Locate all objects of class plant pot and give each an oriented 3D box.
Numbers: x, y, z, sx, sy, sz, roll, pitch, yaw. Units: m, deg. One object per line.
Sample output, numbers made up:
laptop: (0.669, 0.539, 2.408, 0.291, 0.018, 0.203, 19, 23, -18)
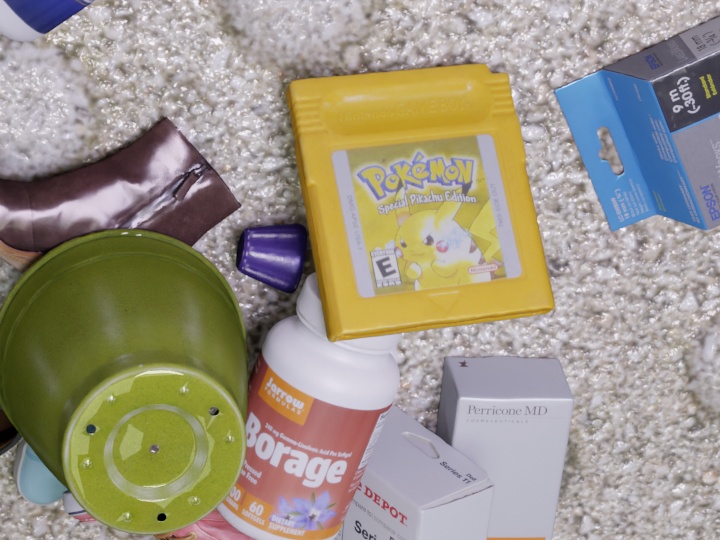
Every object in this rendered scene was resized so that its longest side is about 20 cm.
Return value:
plant pot: (-0.163, 0.095, 1.390, 0.200, 0.193, 0.201, -5, 111, -14)

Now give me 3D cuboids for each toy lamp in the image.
toy lamp: (0.000, 0.000, 1.520, 0.199, 0.058, 0.058, 11, 116, -15)

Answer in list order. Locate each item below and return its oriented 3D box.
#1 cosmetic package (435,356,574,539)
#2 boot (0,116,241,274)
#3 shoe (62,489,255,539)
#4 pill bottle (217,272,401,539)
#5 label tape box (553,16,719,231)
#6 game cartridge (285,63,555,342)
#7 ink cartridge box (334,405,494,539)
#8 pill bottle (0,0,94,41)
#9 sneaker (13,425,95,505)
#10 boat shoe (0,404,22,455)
cosmetic package: (0.115, 0.176, 1.617, 0.101, 0.071, 0.201, 1, 117, -8)
boot: (-0.211, -0.064, 1.465, 0.166, 0.072, 0.200, -43, 114, 2)
shoe: (-0.143, 0.206, 1.559, 0.199, 0.071, 0.091, -7, 89, -27)
pill bottle: (-0.037, 0.108, 1.482, 0.112, 0.112, 0.201, 15, 111, -15)
label tape box: (0.273, -0.113, 1.490, 0.199, 0.063, 0.145, -24, 117, 5)
game cartridge: (0.045, -0.055, 1.429, 0.176, 0.032, 0.201, -7, 78, -15)
ink cartridge box: (0.026, 0.235, 1.585, 0.083, 0.146, 0.201, -15, 123, -36)
pill bottle: (-0.230, -0.232, 1.331, 0.200, 0.120, 0.120, -32, 117, 10)
sneaker: (-0.213, 0.129, 1.543, 0.074, 0.082, 0.200, 37, 108, -22)
boat shoe: (-0.349, 0.141, 1.538, 0.199, 0.068, 0.072, -23, 116, 14)
